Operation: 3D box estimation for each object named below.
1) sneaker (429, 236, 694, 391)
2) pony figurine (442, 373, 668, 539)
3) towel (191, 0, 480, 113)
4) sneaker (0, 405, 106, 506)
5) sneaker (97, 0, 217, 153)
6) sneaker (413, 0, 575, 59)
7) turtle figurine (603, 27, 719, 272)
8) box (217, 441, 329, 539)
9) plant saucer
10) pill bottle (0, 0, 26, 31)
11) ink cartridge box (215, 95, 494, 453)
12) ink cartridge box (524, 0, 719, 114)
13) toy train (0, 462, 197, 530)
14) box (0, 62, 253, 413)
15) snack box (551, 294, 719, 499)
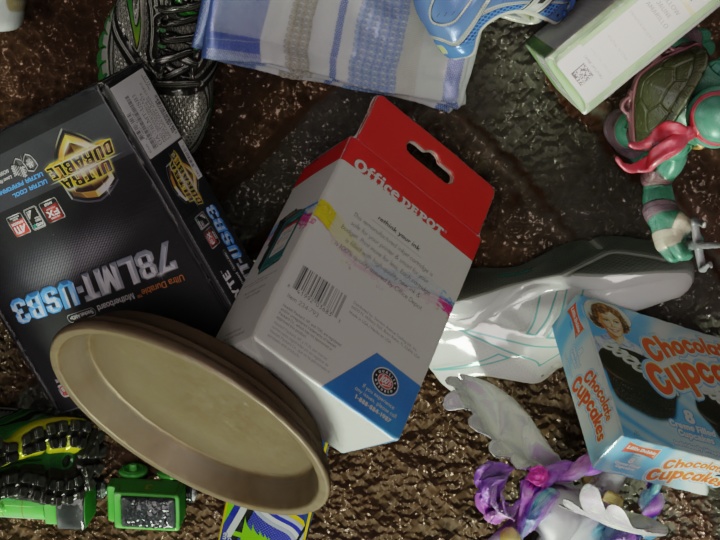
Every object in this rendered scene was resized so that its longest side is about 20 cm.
[{"bbox_3d":[0.134,0.030,0.818,0.199,0.070,0.081,-13,109,15],"label":"sneaker"},{"bbox_3d":[0.134,0.162,0.801,0.166,0.193,0.201,41,106,36],"label":"pony figurine"},{"bbox_3d":[0.000,-0.186,0.742,0.199,0.024,0.148,6,106,-30],"label":"towel"},{"bbox_3d":[-0.275,0.131,0.801,0.085,0.200,0.079,7,87,36],"label":"sneaker"},{"bbox_3d":[-0.124,-0.167,0.754,0.078,0.085,0.201,-4,107,-23],"label":"sneaker"},{"bbox_3d":[0.118,-0.199,0.741,0.199,0.076,0.077,-24,108,-9],"label":"sneaker"},{"bbox_3d":[0.206,-0.093,0.706,0.101,0.200,0.150,42,101,-15],"label":"turtle figurine"},{"bbox_3d":[-0.051,0.111,0.844,0.064,0.070,0.201,14,105,1],"label":"box"},{"bbox_3d":[-0.105,0.090,0.745,0.199,0.030,0.201,21,148,14],"label":"plant saucer"},{"bbox_3d":[-0.263,-0.261,0.740,0.119,0.120,0.201,11,104,1],"label":"pill bottle"},{"bbox_3d":[0.000,0.000,0.757,0.116,0.201,0.067,37,148,-19],"label":"ink cartridge box"},{"bbox_3d":[0.194,-0.183,0.714,0.200,0.146,0.048,-38,99,12],"label":"ink cartridge box"},{"bbox_3d":[-0.223,0.169,0.878,0.198,0.056,0.042,1,106,3],"label":"toy train"},{"bbox_3d":[-0.177,-0.013,0.790,0.199,0.050,0.199,-16,107,34],"label":"box"},{"bbox_3d":[0.225,0.091,0.763,0.199,0.117,0.037,16,130,-23],"label":"snack box"}]
